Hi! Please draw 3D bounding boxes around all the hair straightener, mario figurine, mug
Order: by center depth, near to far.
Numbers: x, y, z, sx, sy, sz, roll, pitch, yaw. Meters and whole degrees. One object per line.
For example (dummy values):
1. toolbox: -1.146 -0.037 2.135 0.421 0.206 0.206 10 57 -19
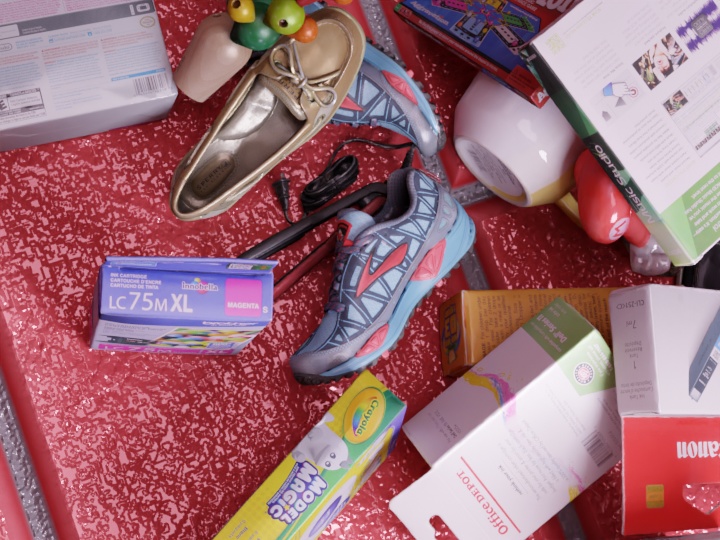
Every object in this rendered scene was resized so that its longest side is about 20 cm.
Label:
1. mario figurine: 0.255 -0.072 1.070 0.199 0.106 0.125 -31 98 -29
2. hair straightener: -0.035 -0.053 1.098 0.199 0.041 0.077 -39 90 -19
3. mug: 0.168 -0.123 1.118 0.186 0.150 0.153 42 79 5

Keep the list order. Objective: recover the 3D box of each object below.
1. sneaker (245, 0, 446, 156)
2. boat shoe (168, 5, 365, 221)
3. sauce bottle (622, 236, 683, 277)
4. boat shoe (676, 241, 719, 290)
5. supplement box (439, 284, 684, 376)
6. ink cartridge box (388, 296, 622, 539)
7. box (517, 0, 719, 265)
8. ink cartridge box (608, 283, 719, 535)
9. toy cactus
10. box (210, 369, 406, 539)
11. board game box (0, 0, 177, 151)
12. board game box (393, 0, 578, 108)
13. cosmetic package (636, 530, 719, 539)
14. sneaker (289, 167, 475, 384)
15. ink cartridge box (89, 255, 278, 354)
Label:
1. sneaker: -0.021 -0.146 1.114 0.199 0.079 0.096 39 88 7
2. boat shoe: -0.072 -0.117 1.048 0.200 0.063 0.073 -43 99 10
3. sauce bottle: 0.305 -0.080 1.181 0.065 0.065 0.200 46 67 -1
4. boat shoe: 0.314 0.063 1.150 0.073 0.066 0.203 3 77 -14
5. supplement box: 0.167 0.050 1.115 0.197 0.067 0.070 -3 78 -16
6. ink cartridge box: 0.114 0.132 1.042 0.199 0.067 0.118 -39 120 -1
7. box: 0.229 -0.126 1.003 0.144 0.036 0.201 -38 93 -12
8. ink cartridge box: 0.272 0.106 1.038 0.198 0.044 0.179 5 79 -39
9. toy cactus: -0.086 -0.201 1.017 0.102 0.201 0.165 29 110 -35
10. box: -0.048 0.173 1.001 0.048 0.118 0.200 40 71 13
11. board game box: -0.240 -0.208 1.068 0.146 0.064 0.203 -13 82 -18
12. board game box: 0.114 -0.210 1.096 0.103 0.200 0.019 -48 133 1
13. cosmetic package: 0.235 0.239 1.020 0.111 0.200 0.082 -5 80 -18
14. sneaker: 0.000 0.000 1.061 0.096 0.079 0.200 52 61 -21
15. ink cartridge box: -0.129 0.027 0.971 0.117 0.200 0.043 3 76 -13
